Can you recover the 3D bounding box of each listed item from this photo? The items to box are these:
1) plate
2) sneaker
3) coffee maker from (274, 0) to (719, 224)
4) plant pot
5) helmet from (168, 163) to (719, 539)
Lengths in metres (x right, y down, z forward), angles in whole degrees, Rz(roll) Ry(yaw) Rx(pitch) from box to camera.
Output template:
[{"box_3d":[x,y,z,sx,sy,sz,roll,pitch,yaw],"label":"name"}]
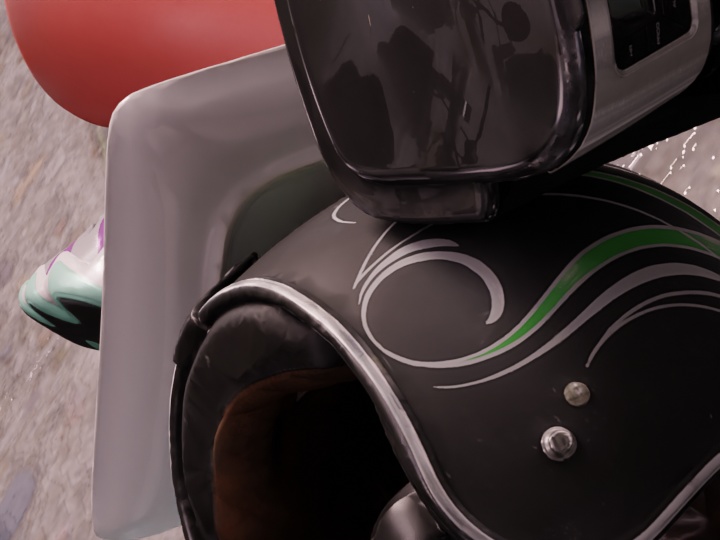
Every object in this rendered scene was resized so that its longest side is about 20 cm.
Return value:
[{"box_3d":[0.000,0.000,0.852,0.032,0.199,0.200,45,142,37],"label":"plate"},{"box_3d":[-0.081,-0.037,1.187,0.200,0.078,0.140,-11,55,42],"label":"sneaker"},{"box_3d":[0.077,-0.089,0.726,0.135,0.200,0.192,64,150,12],"label":"coffee maker"},{"box_3d":[-0.025,-0.139,1.046,0.177,0.200,0.201,16,78,32],"label":"plant pot"},{"box_3d":[0.057,0.058,0.765,0.200,0.190,0.201,24,121,50],"label":"helmet"}]
